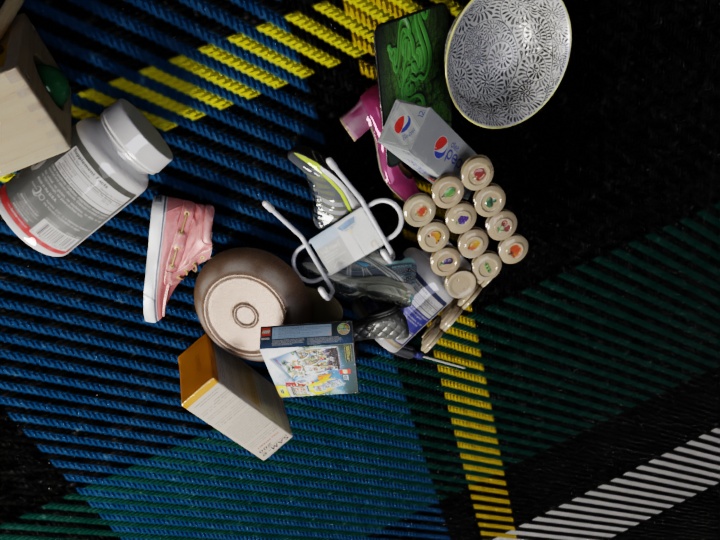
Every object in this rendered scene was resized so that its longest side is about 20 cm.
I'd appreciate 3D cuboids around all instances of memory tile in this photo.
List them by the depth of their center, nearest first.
[{"bbox_3d":[0.163,-0.060,0.894,0.152,0.017,0.201,-31,120,6],"label":"memory tile"},{"bbox_3d":[0.176,0.058,1.044,0.017,0.153,0.201,40,100,5],"label":"memory tile"}]

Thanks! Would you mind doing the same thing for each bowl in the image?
[{"bbox_3d":[0.195,-0.320,0.855,0.198,0.094,0.203,-9,122,-15],"label":"bowl"}]

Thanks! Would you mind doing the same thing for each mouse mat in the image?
[{"bbox_3d":[0.082,-0.267,0.853,0.160,0.007,0.202,-34,129,-34],"label":"mouse mat"}]

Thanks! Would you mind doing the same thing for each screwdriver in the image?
[{"bbox_3d":[0.135,0.175,1.160,0.198,0.029,0.028,21,111,-24],"label":"screwdriver"}]

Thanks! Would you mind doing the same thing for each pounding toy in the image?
[{"bbox_3d":[-0.412,-0.218,0.652,0.198,0.185,0.143,-23,137,-6],"label":"pounding toy"}]

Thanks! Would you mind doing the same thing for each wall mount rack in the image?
[{"bbox_3d":[-0.042,-0.061,0.867,0.199,0.075,0.175,-30,96,16],"label":"wall mount rack"}]

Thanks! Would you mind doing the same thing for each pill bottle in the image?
[{"bbox_3d":[-0.351,-0.121,0.757,0.199,0.114,0.114,-38,125,4],"label":"pill bottle"},{"bbox_3d":[0.092,0.032,1.009,0.200,0.120,0.120,-44,124,8],"label":"pill bottle"}]

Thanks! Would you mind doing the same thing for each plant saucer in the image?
[{"bbox_3d":[-0.176,0.064,0.925,0.197,0.037,0.203,4,113,10],"label":"plant saucer"}]

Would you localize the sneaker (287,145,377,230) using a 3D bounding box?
[{"bbox_3d":[-0.050,-0.107,0.905,0.081,0.074,0.200,-38,123,8],"label":"sneaker"}]

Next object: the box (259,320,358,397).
[{"bbox_3d":[-0.074,0.144,0.922,0.134,0.038,0.201,-4,148,-1],"label":"box"}]

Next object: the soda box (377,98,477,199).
[{"bbox_3d":[0.111,-0.176,0.875,0.199,0.063,0.069,22,94,-53],"label":"soda box"}]

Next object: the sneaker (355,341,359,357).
[{"bbox_3d":[-0.085,0.127,1.036,0.198,0.070,0.100,21,103,-32],"label":"sneaker"}]

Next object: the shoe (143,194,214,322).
[{"bbox_3d":[-0.271,-0.010,0.877,0.090,0.072,0.203,6,112,-17],"label":"shoe"}]

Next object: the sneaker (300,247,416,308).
[{"bbox_3d":[0.000,0.000,0.958,0.197,0.087,0.078,13,159,17],"label":"sneaker"}]

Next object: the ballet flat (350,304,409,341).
[{"bbox_3d":[-0.015,0.111,0.943,0.198,0.066,0.057,-21,95,25],"label":"ballet flat"}]

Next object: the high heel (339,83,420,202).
[{"bbox_3d":[0.061,-0.189,0.900,0.095,0.068,0.200,-35,113,14],"label":"high heel"}]

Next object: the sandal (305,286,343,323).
[{"bbox_3d":[-0.128,0.059,0.982,0.209,0.070,0.079,-6,105,9],"label":"sandal"}]

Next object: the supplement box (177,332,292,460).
[{"bbox_3d":[-0.213,0.216,1.000,0.073,0.126,0.200,-39,124,5],"label":"supplement box"}]
